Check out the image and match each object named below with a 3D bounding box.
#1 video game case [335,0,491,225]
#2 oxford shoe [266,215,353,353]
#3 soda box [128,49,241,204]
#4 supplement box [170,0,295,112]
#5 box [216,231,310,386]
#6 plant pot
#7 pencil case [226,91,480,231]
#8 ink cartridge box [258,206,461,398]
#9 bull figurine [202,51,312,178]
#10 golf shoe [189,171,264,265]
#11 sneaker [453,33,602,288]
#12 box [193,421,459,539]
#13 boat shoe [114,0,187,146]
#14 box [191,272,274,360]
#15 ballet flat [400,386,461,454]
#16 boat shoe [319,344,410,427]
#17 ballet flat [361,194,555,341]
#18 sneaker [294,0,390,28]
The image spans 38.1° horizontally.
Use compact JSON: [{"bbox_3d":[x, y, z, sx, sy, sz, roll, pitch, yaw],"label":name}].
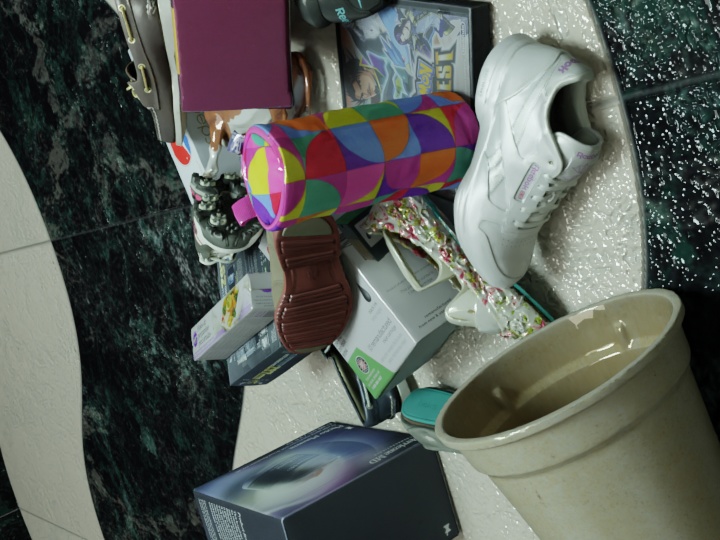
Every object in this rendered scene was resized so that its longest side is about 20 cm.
[{"bbox_3d":[0.046,-0.142,0.922,0.181,0.025,0.201,24,128,47],"label":"video game case"},{"bbox_3d":[-0.048,-0.005,0.925,0.200,0.070,0.075,94,161,-47],"label":"oxford shoe"},{"bbox_3d":[-0.196,-0.184,1.209,0.068,0.064,0.201,-24,88,58],"label":"soda box"},{"bbox_3d":[-0.121,-0.243,0.957,0.200,0.103,0.131,-108,16,-58],"label":"supplement box"},{"bbox_3d":[-0.109,0.013,1.156,0.158,0.051,0.201,-38,55,55],"label":"box"},{"bbox_3d":[0.185,0.144,0.765,0.200,0.200,0.184,-19,104,57],"label":"plant pot"},{"bbox_3d":[-0.001,-0.088,0.816,0.088,0.199,0.089,34,131,51],"label":"pencil case"},{"bbox_3d":[0.000,0.000,0.989,0.200,0.084,0.146,51,152,13],"label":"ink cartridge box"},{"bbox_3d":[-0.118,-0.162,1.089,0.200,0.065,0.122,-11,78,52],"label":"bull figurine"},{"bbox_3d":[-0.137,-0.041,1.077,0.200,0.077,0.088,-122,35,-69],"label":"golf shoe"},{"bbox_3d":[0.127,-0.072,0.792,0.099,0.075,0.201,28,125,42],"label":"sneaker"},{"bbox_3d":[-0.038,0.259,1.123,0.198,0.200,0.124,-2,107,54],"label":"box"},{"bbox_3d":[-0.215,-0.212,1.084,0.200,0.059,0.072,93,172,-49],"label":"boat shoe"},{"bbox_3d":[-0.131,0.051,1.097,0.200,0.041,0.039,141,124,-59],"label":"box"},{"bbox_3d":[0.116,0.150,0.977,0.064,0.067,0.200,50,156,-26],"label":"ballet flat"},{"bbox_3d":[-0.020,0.074,1.111,0.200,0.062,0.075,60,154,14],"label":"boat shoe"},{"bbox_3d":[0.080,0.005,0.893,0.200,0.064,0.076,45,173,12],"label":"ballet flat"},{"bbox_3d":[-0.013,-0.308,0.878,0.079,0.075,0.201,1,101,25],"label":"sneaker"}]
